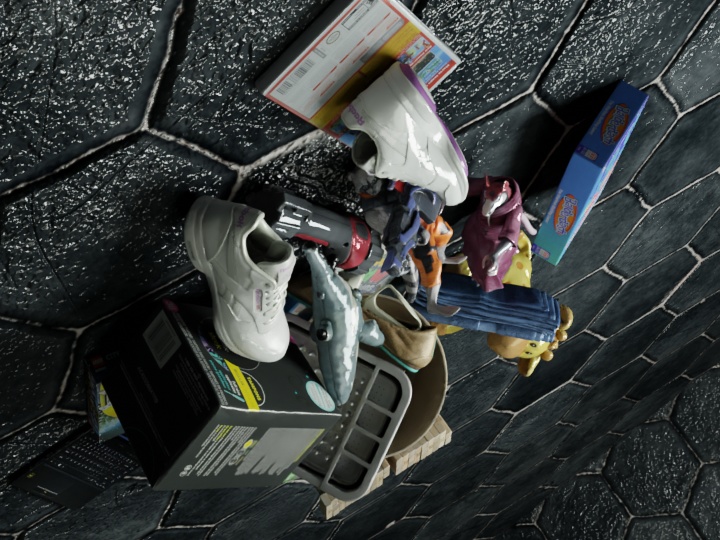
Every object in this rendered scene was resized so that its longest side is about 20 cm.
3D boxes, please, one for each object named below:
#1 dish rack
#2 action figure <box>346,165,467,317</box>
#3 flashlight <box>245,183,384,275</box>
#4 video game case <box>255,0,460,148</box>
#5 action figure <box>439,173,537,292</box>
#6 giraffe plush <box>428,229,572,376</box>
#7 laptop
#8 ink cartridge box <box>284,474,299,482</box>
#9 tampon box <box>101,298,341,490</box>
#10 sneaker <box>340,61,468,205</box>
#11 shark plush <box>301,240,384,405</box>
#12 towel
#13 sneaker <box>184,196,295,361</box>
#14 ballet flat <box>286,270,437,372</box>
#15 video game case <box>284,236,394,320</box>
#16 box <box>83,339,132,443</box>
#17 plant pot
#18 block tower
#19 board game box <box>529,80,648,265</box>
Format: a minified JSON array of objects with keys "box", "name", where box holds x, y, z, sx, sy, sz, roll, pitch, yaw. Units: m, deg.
[{"box":[-0.049,0.162,1.294,0.174,0.197,0.044,-65,171,5],"name":"dish rack"},{"box":[0.044,-0.036,1.172,0.103,0.195,0.201,-15,-150,35],"name":"action figure"},{"box":[-0.051,-0.043,1.162,0.199,0.067,0.069,15,101,-53],"name":"flashlight"},{"box":[0.003,-0.190,1.023,0.143,0.018,0.199,-42,153,14],"name":"video game case"},{"box":[0.174,-0.060,1.313,0.147,0.135,0.201,-28,156,-14],"name":"action figure"},{"box":[0.210,0.062,1.525,0.198,0.163,0.174,-26,153,-15],"name":"giraffe plush"},{"box":[-0.300,0.267,1.341,0.198,0.104,0.178,-34,154,-2],"name":"laptop"},{"box":[-0.069,0.192,1.437,0.198,0.147,0.085,-2,140,-47],"name":"ink cartridge box"},{"box":[-0.148,0.138,1.161,0.127,0.151,0.199,-48,148,20],"name":"tampon box"},{"box":[0.045,-0.124,1.081,0.099,0.075,0.200,-33,140,6],"name":"sneaker"},{"box":[-0.024,0.052,1.168,0.084,0.089,0.202,-67,165,-44],"name":"shark plush"},{"box":[0.162,0.041,1.408,0.112,0.196,0.049,-68,168,-70],"name":"towel"},{"box":[-0.104,0.018,1.063,0.075,0.098,0.202,-59,141,-39],"name":"sneaker"},{"box":[0.007,0.042,1.262,0.073,0.198,0.068,-58,-179,11],"name":"ballet flat"},{"box":[0.000,0.000,1.340,0.200,0.018,0.142,-44,153,20],"name":"video game case"},{"box":[-0.222,0.117,1.252,0.197,0.038,0.138,-21,151,-26],"name":"box"},{"box":[0.019,0.129,1.372,0.199,0.202,0.134,-38,174,8],"name":"plant pot"},{"box":[0.025,0.246,1.410,0.198,0.058,0.054,-31,153,-16],"name":"block tower"},{"box":[0.293,-0.122,1.378,0.153,0.045,0.201,-53,167,-32],"name":"board game box"}]
